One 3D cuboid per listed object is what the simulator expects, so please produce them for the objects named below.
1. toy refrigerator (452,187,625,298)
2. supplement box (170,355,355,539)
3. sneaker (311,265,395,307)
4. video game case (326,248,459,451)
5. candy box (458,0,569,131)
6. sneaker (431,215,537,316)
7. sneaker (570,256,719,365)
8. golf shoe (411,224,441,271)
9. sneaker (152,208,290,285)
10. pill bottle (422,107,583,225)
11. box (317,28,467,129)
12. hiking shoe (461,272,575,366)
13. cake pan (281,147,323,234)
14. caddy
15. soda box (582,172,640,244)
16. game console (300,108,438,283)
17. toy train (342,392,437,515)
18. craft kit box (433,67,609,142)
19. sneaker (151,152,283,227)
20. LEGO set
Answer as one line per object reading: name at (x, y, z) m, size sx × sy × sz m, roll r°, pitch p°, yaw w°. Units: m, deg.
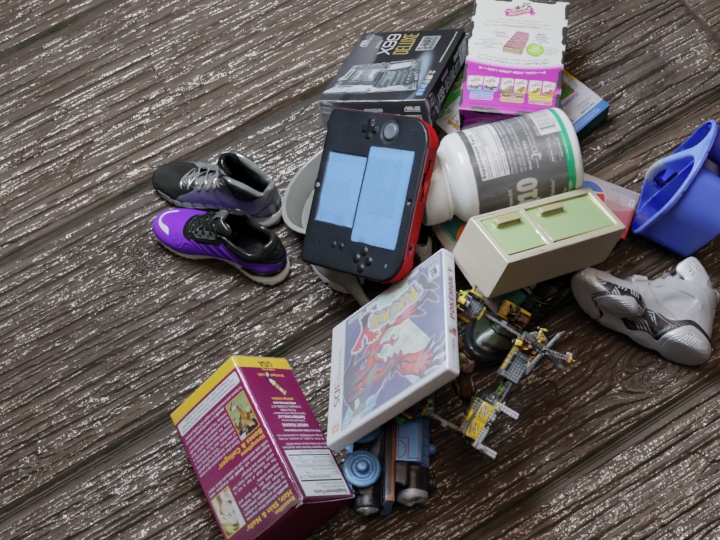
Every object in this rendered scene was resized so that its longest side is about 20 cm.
toy refrigerator at (0.215, -0.038, 1.345) m, size 0.200 × 0.070 × 0.076 m, roll -15°, pitch 56°, yaw -34°
supplement box at (-0.118, 0.217, 1.338) m, size 0.131 × 0.103 × 0.200 m, roll -42°, pitch 61°, yaw 26°
sneaker at (0.000, 0.000, 1.476) m, size 0.076 × 0.092 × 0.200 m, roll -40°, pitch 64°, yaw -14°
video game case at (0.035, 0.092, 1.311) m, size 0.200 × 0.023 × 0.182 m, roll -37°, pitch 34°, yaw 33°
candy box at (0.215, -0.283, 1.579) m, size 0.136 × 0.061 × 0.200 m, roll 7°, pitch 64°, yaw 9°
sneaker at (0.158, -0.027, 1.430) m, size 0.080 × 0.071 × 0.200 m, roll -40°, pitch 50°, yaw 9°
sneaker at (0.364, 0.027, 1.430) m, size 0.200 × 0.075 × 0.115 m, roll 30°, pitch 62°, yaw -5°
golf shoe at (0.058, -0.087, 1.518) m, size 0.078 × 0.095 × 0.200 m, roll -25°, pitch 62°, yaw -7°
sneaker at (-0.189, -0.054, 1.514) m, size 0.200 × 0.100 × 0.070 m, roll 18°, pitch 63°, yaw 13°
pill bottle at (0.164, -0.125, 1.406) m, size 0.200 × 0.113 × 0.113 m, roll -15°, pitch 62°, yaw -4°
box at (0.050, -0.267, 1.579) m, size 0.158 × 0.050 × 0.200 m, roll 3°, pitch 40°, yaw 23°
hiking shoe at (0.203, 0.038, 1.437) m, size 0.200 × 0.101 × 0.076 m, roll -40°, pitch 66°, yaw -15°
cake pan at (-0.011, -0.111, 1.510) m, size 0.200 × 0.037 × 0.200 m, roll -22°, pitch 38°, yaw 19°
caddy at (0.417, -0.107, 1.450) m, size 0.105 × 0.200 × 0.141 m, roll 30°, pitch 69°, yaw 0°
soda box at (0.259, -0.100, 1.496) m, size 0.200 × 0.063 × 0.070 m, roll 21°, pitch 80°, yaw 0°
game console at (0.007, -0.093, 1.382) m, size 0.177 × 0.031 × 0.200 m, roll 14°, pitch 93°, yaw 39°
toy train at (0.036, 0.199, 1.378) m, size 0.114 × 0.087 × 0.200 m, roll 2°, pitch 62°, yaw -1°
craft kit box at (0.211, -0.224, 1.606) m, size 0.200 × 0.049 × 0.198 m, roll -39°, pitch 69°, yaw -15°
sneaker at (-0.199, -0.131, 1.547) m, size 0.200 × 0.116 × 0.075 m, roll 15°, pitch 65°, yaw 11°
LEGO set at (0.132, 0.118, 1.296) m, size 0.154 × 0.116 × 0.200 m, roll 39°, pitch 88°, yaw -2°
